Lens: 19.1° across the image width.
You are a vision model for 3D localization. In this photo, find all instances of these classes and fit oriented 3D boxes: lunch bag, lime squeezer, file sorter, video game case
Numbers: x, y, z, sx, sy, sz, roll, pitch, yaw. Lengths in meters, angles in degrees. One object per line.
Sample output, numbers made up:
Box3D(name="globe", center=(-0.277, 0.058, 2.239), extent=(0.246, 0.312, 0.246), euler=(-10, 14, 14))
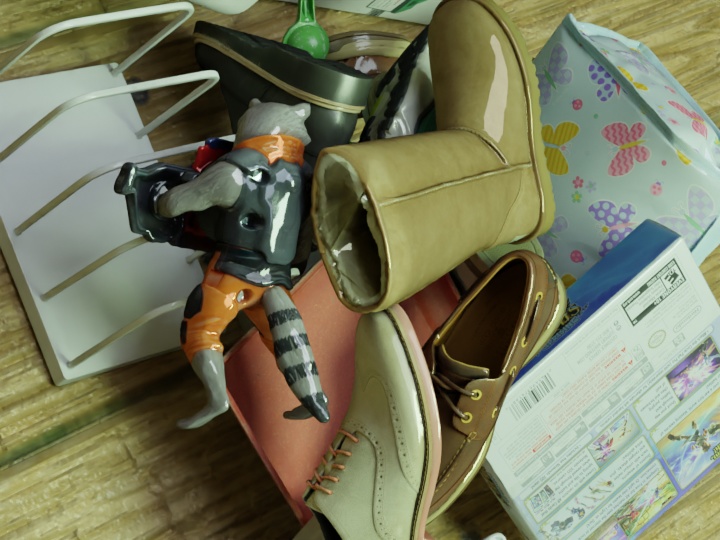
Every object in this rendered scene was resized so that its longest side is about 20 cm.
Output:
Box3D(name="lunch bag", center=(0.183, -0.056, 1.557), extent=(0.127, 0.170, 0.200), euler=(15, 30, -44))
Box3D(name="lime squeezer", center=(-0.034, -0.147, 1.499), extent=(0.038, 0.071, 0.200), euler=(-7, 71, -8))
Box3D(name="file sorter", center=(-0.146, -0.052, 1.357), extent=(0.139, 0.124, 0.200), euler=(-16, 81, -44))
Box3D(name="video game case", center=(0.172, 0.095, 1.469), extent=(0.200, 0.045, 0.181), euler=(-40, 125, -10))

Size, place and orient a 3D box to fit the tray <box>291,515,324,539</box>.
Box3D(name="tray", center=(-0.032, 0.232, 1.297), extent=(0.107, 0.022, 0.200), euler=(42, 59, 2))

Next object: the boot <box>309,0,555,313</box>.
Box3D(name="boot", center=(0.040, -0.078, 1.299), extent=(0.200, 0.066, 0.175), euler=(-18, 89, -53))

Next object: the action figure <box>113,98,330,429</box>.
Box3D(name="action figure", center=(-0.042, -0.007, 1.272), extent=(0.200, 0.105, 0.194), euler=(0, 88, -42))

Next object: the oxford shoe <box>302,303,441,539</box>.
Box3D(name="oxford shoe", center=(0.004, 0.119, 1.274), extent=(0.074, 0.071, 0.200), euler=(-4, 95, -18))

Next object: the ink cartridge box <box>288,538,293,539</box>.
Box3D(name="ink cartridge box", center=(-0.051, 0.272, 1.340), extent=(0.199, 0.041, 0.200), euler=(-10, 77, -43))

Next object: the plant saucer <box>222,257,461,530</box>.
Box3D(name="plant saucer", center=(-0.001, 0.079, 1.403), extent=(0.200, 0.037, 0.200), euler=(-46, 120, -32))

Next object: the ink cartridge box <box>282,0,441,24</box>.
Box3D(name="ink cartridge box", center=(0.007, -0.276, 1.625), extent=(0.200, 0.084, 0.146), euler=(3, 69, -40))

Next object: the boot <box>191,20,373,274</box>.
Box3D(name="boot", center=(-0.076, -0.088, 1.446), extent=(0.077, 0.200, 0.139), euler=(11, 100, -28))

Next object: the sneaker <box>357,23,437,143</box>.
Box3D(name="sneaker", center=(0.054, -0.112, 1.453), extent=(0.080, 0.078, 0.200), euler=(36, 40, -12))

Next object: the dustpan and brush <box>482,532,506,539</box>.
Box3D(name="dustpan and brush", center=(0.046, 0.232, 1.378), extent=(0.140, 0.057, 0.200), euler=(44, 58, 0))

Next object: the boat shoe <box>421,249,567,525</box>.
Box3D(name="boat shoe", center=(0.060, 0.072, 1.360), extent=(0.072, 0.068, 0.200), euler=(29, 82, 20))

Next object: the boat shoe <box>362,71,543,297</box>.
Box3D(name="boat shoe", center=(0.052, -0.050, 1.484), extent=(0.075, 0.068, 0.200), euler=(-10, 55, -28))

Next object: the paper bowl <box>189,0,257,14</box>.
Box3D(name="paper bowl", center=(-0.118, -0.239, 1.389), extent=(0.200, 0.201, 0.104), euler=(23, 100, -31))

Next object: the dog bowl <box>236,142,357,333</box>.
Box3D(name="dog bowl", center=(0.000, 0.000, 1.504), extent=(0.200, 0.059, 0.200), euler=(19, 58, -34))

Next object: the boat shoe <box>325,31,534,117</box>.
Box3D(name="boat shoe", center=(0.052, -0.134, 1.603), extent=(0.200, 0.072, 0.068), euler=(1, 79, -34))
